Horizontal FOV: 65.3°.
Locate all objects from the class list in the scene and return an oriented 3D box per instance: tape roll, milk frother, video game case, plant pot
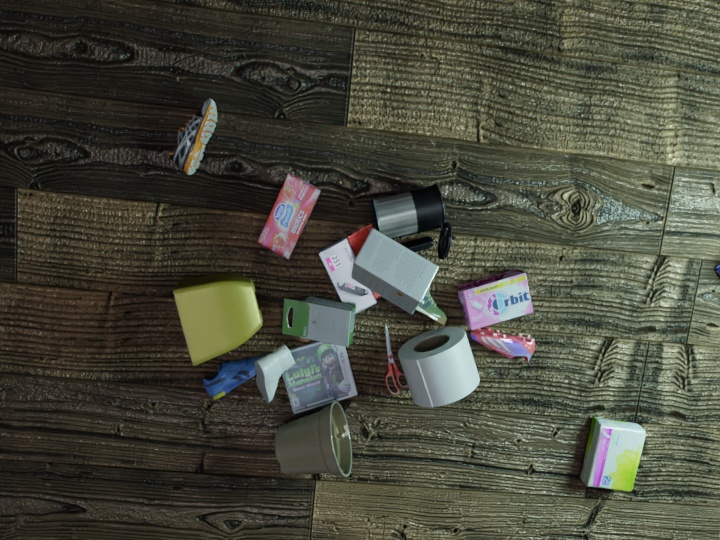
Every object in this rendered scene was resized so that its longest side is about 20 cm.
[{"bbox_3d":[0.214,0.261,1.542,0.198,0.203,0.143,-21,101,0],"label":"tape roll"},{"bbox_3d":[0.137,-0.115,1.480,0.182,0.200,0.186,-13,104,-1],"label":"milk frother"},{"bbox_3d":[-0.123,0.298,1.614,0.194,0.023,0.187,-16,99,-1],"label":"video game case"},{"bbox_3d":[-0.366,0.109,1.490,0.194,0.194,0.202,-14,100,-10],"label":"plant pot"},{"bbox_3d":[-0.136,0.485,1.571,0.178,0.201,0.206,-13,100,10],"label":"plant pot"}]

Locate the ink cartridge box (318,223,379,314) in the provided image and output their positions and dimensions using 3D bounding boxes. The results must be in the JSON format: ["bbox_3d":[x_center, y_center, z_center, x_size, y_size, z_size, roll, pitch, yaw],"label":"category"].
[{"bbox_3d":[0.000,0.000,1.567,0.170,0.044,0.204,-26,100,2],"label":"ink cartridge box"}]

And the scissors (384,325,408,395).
[{"bbox_3d":[0.083,0.264,1.627,0.071,0.014,0.205,-23,101,2],"label":"scissors"}]

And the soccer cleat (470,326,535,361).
[{"bbox_3d":[0.408,0.215,1.619,0.194,0.067,0.079,9,103,-8],"label":"soccer cleat"}]

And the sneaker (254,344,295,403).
[{"bbox_3d":[-0.229,0.285,1.557,0.114,0.202,0.074,-31,63,-28],"label":"sneaker"}]

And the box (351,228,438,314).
[{"bbox_3d":[0.085,0.006,1.466,0.197,0.153,0.108,30,75,5],"label":"box"}]

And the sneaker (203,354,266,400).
[{"bbox_3d":[-0.351,0.281,1.575,0.197,0.066,0.080,-32,96,2],"label":"sneaker"}]

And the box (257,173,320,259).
[{"bbox_3d":[-0.190,-0.146,1.503,0.098,0.096,0.204,26,96,-6],"label":"box"}]

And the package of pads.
[{"bbox_3d":[0.762,0.554,1.691,0.150,0.068,0.206,8,99,-5],"label":"package of pads"}]

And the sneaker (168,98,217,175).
[{"bbox_3d":[-0.437,-0.357,1.466,0.076,0.078,0.204,26,95,2],"label":"sneaker"}]

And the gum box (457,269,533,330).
[{"bbox_3d":[0.377,0.083,1.592,0.194,0.066,0.117,-16,100,-1],"label":"gum box"}]

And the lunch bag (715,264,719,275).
[{"bbox_3d":[1.167,-0.009,1.629,0.199,0.094,0.152,-40,97,-6],"label":"lunch bag"}]

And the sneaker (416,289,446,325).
[{"bbox_3d":[0.173,0.070,1.576,0.197,0.067,0.092,29,87,-13],"label":"sneaker"}]

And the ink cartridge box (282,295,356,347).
[{"bbox_3d":[-0.115,0.135,1.555,0.194,0.059,0.107,9,107,11],"label":"ink cartridge box"}]
